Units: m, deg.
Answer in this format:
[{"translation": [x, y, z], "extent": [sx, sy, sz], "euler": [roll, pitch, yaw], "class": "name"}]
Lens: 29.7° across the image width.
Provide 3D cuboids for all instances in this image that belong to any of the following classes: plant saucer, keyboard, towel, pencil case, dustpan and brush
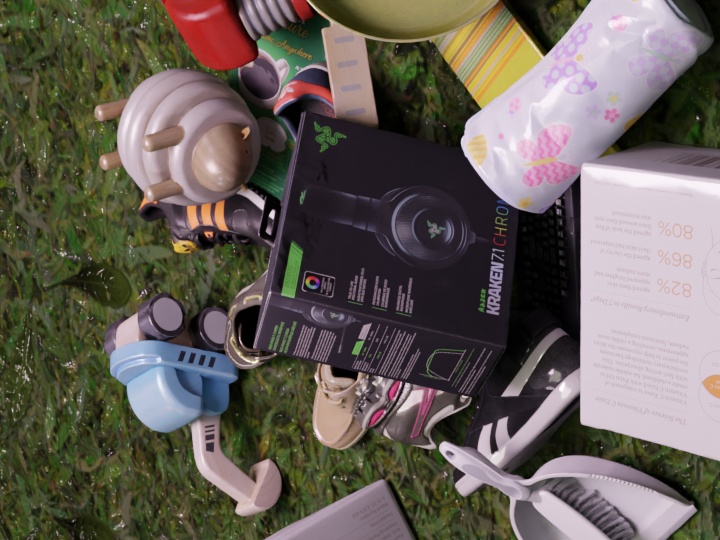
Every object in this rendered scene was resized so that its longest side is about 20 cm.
[{"translation": [0.035, -0.269, 1.066], "extent": [0.201, 0.198, 0.031], "euler": [58, 176, 12], "class": "plant saucer"}, {"translation": [0.166, -0.038, 1.085], "extent": [0.126, 0.020, 0.203], "euler": [13, 118, 45], "class": "keyboard"}, {"translation": [0.133, -0.143, 1.102], "extent": [0.201, 0.018, 0.086], "euler": [55, 139, 14], "class": "towel"}, {"translation": [0.163, -0.134, 0.990], "extent": [0.090, 0.083, 0.200], "euler": [37, 116, -10], "class": "pencil case"}, {"translation": [0.154, 0.187, 1.109], "extent": [0.199, 0.057, 0.140], "euler": [36, 130, 3], "class": "dustpan and brush"}]

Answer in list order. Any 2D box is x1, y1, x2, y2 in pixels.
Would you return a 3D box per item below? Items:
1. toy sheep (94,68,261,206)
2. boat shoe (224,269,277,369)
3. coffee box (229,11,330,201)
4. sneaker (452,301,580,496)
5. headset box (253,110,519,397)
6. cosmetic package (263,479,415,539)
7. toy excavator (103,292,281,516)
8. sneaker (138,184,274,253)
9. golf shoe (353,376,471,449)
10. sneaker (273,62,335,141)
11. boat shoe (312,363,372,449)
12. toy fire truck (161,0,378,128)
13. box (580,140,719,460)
[{"translation": [-0.166, -0.124, 1.255], "extent": [0.199, 0.136, 0.140], "euler": [37, 127, 42], "class": "toy sheep"}, {"translation": [-0.099, 0.053, 1.331], "extent": [0.072, 0.060, 0.202], "euler": [39, 147, -2], "class": "boat shoe"}, {"translation": [-0.067, -0.169, 1.266], "extent": [0.122, 0.044, 0.203], "euler": [28, 122, 34], "class": "coffee box"}, {"translation": [0.119, 0.100, 1.154], "extent": [0.112, 0.073, 0.200], "euler": [55, 135, 18], "class": "sneaker"}, {"translation": [0.016, -0.015, 1.071], "extent": [0.197, 0.176, 0.093], "euler": [13, 148, -5], "class": "headset box"}, {"translation": [-0.029, 0.343, 1.315], "extent": [0.167, 0.165, 0.202], "euler": [-35, 80, 44], "class": "cosmetic package"}, {"translation": [-0.173, 0.147, 1.424], "extent": [0.099, 0.193, 0.203], "euler": [-26, 57, 45], "class": "toy excavator"}, {"translation": [-0.139, -0.044, 1.333], "extent": [0.199, 0.070, 0.091], "euler": [32, 83, 36], "class": "sneaker"}, {"translation": [0.073, 0.070, 1.203], "extent": [0.087, 0.077, 0.201], "euler": [29, 117, -9], "class": "golf shoe"}, {"translation": [-0.004, -0.083, 1.179], "extent": [0.200, 0.085, 0.075], "euler": [49, 125, -3], "class": "sneaker"}, {"translation": [-0.015, 0.095, 1.287], "extent": [0.072, 0.065, 0.202], "euler": [42, 130, 26], "class": "boat shoe"}, {"translation": [-0.065, -0.208, 1.127], "extent": [0.174, 0.129, 0.202], "euler": [-23, 48, 8], "class": "toy fire truck"}, {"translation": [0.248, 0.020, 0.978], "extent": [0.151, 0.106, 0.203], "euler": [12, 112, 41], "class": "box"}]
